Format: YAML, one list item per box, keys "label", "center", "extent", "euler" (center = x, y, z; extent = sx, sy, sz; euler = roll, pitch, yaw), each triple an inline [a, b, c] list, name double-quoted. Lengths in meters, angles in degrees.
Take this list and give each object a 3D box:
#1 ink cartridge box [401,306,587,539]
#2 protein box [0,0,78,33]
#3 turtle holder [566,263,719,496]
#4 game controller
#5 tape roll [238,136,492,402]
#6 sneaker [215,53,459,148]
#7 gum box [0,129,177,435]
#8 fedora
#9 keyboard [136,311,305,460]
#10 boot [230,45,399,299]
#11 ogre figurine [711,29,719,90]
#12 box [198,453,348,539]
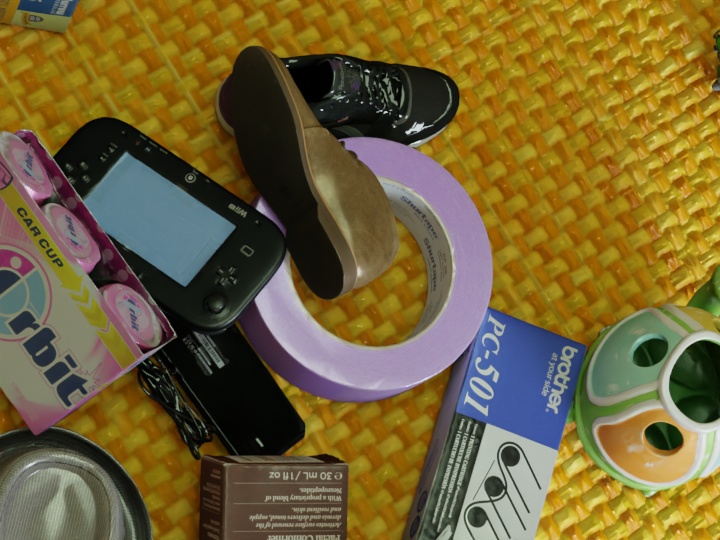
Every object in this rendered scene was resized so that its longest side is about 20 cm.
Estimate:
- label: "ink cartridge box"
  center: [0.105, 0.138, 1.795]
  extent: [0.094, 0.044, 0.201]
  euler: [21, 73, -13]
- label: "protein box"
  center: [-0.303, -0.307, 1.726]
  extent: [0.199, 0.135, 0.199]
  euler: [8, 75, -14]
- label: "turtle holder"
  center: [0.261, 0.088, 1.806]
  extent: [0.185, 0.132, 0.141]
  euler: [-28, 86, -20]
- label: "game controller"
  center: [-0.154, -0.036, 1.724]
  extent: [0.200, 0.042, 0.104]
  euler: [34, 80, 17]
- label: "tape roll"
  center: [0.000, 0.000, 1.785]
  extent: [0.199, 0.066, 0.201]
  euler: [4, 76, -16]
- label: "sneaker"
  center: [-0.009, -0.135, 1.799]
  extent: [0.199, 0.088, 0.076]
  euler: [-3, 79, -17]
- label: "gum box"
  center: [-0.244, 0.004, 1.680]
  extent: [0.113, 0.066, 0.200]
  euler: [-36, 90, 23]
- label: "fedora"
  center: [-0.233, 0.208, 1.655]
  extent: [0.176, 0.090, 0.201]
  euler: [22, 73, -10]
- label: "keyboard"
  center: [-0.134, 0.072, 1.753]
  extent: [0.104, 0.040, 0.200]
  euler: [-34, 88, -43]
- label: "boot"
  center: [-0.036, -0.081, 1.731]
  extent: [0.075, 0.074, 0.201]
  euler: [-22, 89, -38]
- label: "ogre figurine"
  center: [0.376, -0.181, 1.907]
  extent: [0.200, 0.120, 0.098]
  euler: [-28, 83, -21]
- label: "box"
  center: [-0.067, 0.238, 1.687]
  extent: [0.100, 0.075, 0.201]
  euler: [1, 91, -18]
